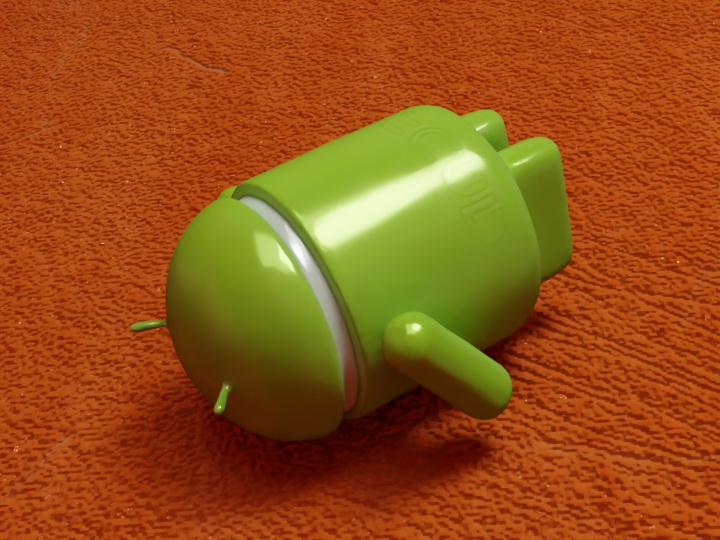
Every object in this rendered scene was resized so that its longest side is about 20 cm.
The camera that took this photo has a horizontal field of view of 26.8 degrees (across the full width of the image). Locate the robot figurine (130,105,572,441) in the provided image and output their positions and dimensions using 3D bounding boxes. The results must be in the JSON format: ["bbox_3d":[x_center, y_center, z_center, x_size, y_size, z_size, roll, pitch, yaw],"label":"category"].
[{"bbox_3d":[0.000,0.000,0.682,0.199,0.116,0.175,-27,37,-23],"label":"robot figurine"}]
